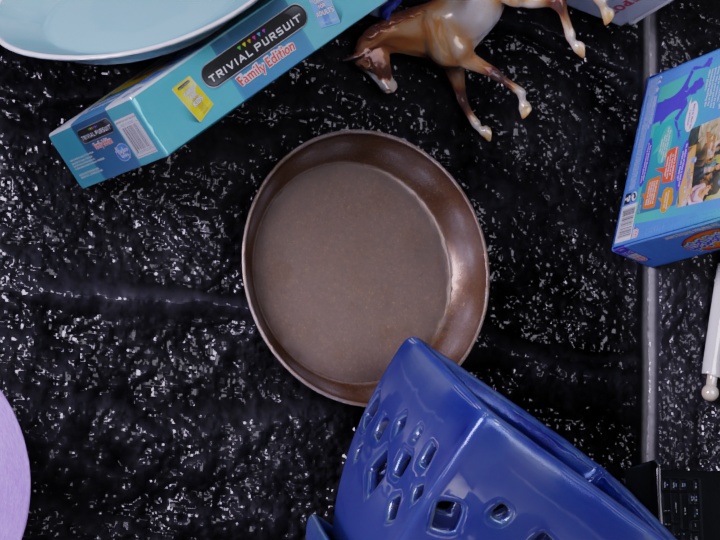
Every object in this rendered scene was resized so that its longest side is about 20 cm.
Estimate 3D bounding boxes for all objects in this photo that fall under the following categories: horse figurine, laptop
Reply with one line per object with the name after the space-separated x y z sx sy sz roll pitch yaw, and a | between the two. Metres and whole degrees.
0.101 -0.186 1.488 0.132 0.050 0.200 41 110 -14 | horse figurine
0.252 0.232 1.482 0.199 0.103 0.178 6 79 -39 | laptop

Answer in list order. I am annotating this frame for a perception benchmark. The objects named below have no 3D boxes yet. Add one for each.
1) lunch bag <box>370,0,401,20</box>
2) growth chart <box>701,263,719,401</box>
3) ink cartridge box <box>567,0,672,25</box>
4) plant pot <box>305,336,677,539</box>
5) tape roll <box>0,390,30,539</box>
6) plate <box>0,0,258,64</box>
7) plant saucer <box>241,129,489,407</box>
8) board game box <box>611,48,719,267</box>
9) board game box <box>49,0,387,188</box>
-0.012 -0.309 1.442 0.169 0.127 0.201 22 70 -12 | lunch bag
0.361 0.054 1.638 0.199 0.018 0.146 7 79 -25 | growth chart
0.160 -0.272 1.519 0.199 0.146 0.085 17 70 -24 | ink cartridge box
0.080 0.189 1.364 0.200 0.200 0.180 34 93 -18 | plant pot
-0.310 0.136 1.257 0.199 0.066 0.201 4 80 -25 | tape roll
-0.146 -0.178 1.337 0.200 0.200 0.026 -32 126 -27 | plate
0.000 0.000 1.455 0.199 0.034 0.202 5 78 -26 | plant saucer
0.275 -0.093 1.516 0.045 0.200 0.153 21 73 -22 | board game box
-0.098 -0.137 1.360 0.200 0.151 0.047 -39 103 -27 | board game box
